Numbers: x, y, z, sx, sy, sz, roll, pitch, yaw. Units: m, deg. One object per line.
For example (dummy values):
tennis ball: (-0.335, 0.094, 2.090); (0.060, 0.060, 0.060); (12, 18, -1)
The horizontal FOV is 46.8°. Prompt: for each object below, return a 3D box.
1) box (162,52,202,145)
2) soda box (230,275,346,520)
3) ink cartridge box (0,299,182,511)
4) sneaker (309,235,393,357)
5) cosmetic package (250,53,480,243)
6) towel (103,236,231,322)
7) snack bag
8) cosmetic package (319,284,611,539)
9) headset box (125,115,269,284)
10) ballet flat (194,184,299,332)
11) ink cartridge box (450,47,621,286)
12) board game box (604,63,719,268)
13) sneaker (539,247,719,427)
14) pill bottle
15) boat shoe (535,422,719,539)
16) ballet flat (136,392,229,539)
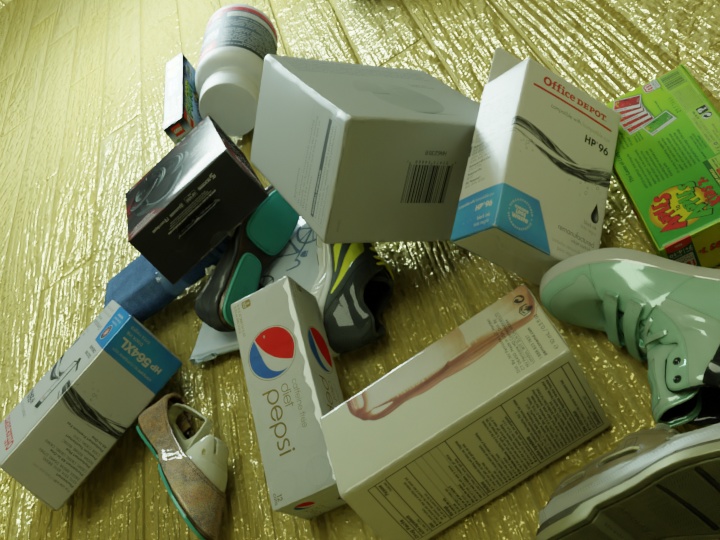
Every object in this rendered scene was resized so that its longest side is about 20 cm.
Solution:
box: (-0.248, -0.230, 1.246); (0.034, 0.110, 0.202); (-28, 40, 12)
soda box: (-0.057, 0.112, 0.750); (0.067, 0.064, 0.203); (-26, 60, 15)
ink cartridge box: (-0.306, 0.143, 0.926); (0.201, 0.084, 0.145); (-50, 23, -13)
sneaker: (0.000, 0.000, 0.865); (0.083, 0.075, 0.203); (-8, 56, 25)
cosmetic package: (0.019, -0.124, 0.836); (0.200, 0.196, 0.125); (48, 132, 50)
towel: (-0.237, -0.003, 1.046); (0.198, 0.049, 0.112); (-36, 31, 13)
snack bag: (-0.101, 0.011, 0.965); (0.186, 0.021, 0.203); (-17, 43, 27)
cosmetic package: (0.079, 0.118, 0.652); (0.198, 0.104, 0.088); (-33, 37, 5)
headset box: (-0.195, -0.085, 0.967); (0.148, 0.077, 0.200); (-42, 26, 3)
ballet flat: (-0.133, -0.021, 0.953); (0.072, 0.073, 0.203); (-1, 54, 38)
ink cartridge box: (0.162, -0.102, 0.741); (0.068, 0.114, 0.204); (-19, 52, 59)
board game box: (0.280, -0.091, 0.734); (0.100, 0.048, 0.202); (-27, 40, 16)
sneaker: (0.210, 0.052, 0.626); (0.198, 0.074, 0.119); (6, 50, 39)
pill bottle: (-0.188, -0.300, 1.256); (0.118, 0.120, 0.202); (-22, 41, 20)
boat shoe: (0.195, 0.134, 0.537); (0.199, 0.075, 0.069); (-35, 18, 34)
ballet flat: (-0.168, 0.180, 0.820); (0.067, 0.068, 0.200); (-42, 39, -8)
